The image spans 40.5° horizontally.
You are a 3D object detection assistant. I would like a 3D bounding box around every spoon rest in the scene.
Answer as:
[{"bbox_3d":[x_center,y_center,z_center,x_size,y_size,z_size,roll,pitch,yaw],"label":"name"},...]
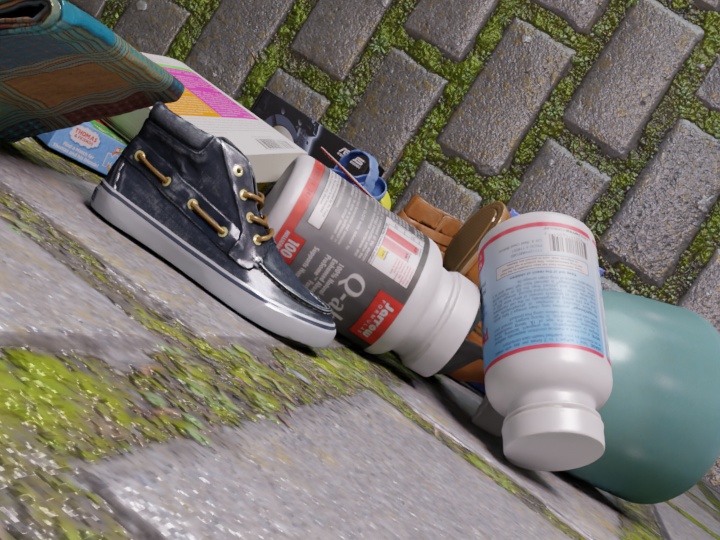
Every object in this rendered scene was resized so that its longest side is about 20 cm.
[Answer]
[{"bbox_3d":[0.088,0.086,0.960,0.099,0.061,0.200,31,5,-35],"label":"spoon rest"}]

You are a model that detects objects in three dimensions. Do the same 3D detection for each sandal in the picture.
[{"bbox_3d":[-0.046,-0.088,1.182,0.079,0.198,0.088,39,-37,31],"label":"sandal"}]

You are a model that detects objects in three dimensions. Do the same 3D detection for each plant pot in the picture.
[{"bbox_3d":[0.232,0.112,0.951,0.159,0.204,0.200,19,10,-31],"label":"plant pot"}]

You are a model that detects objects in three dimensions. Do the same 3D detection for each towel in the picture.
[{"bbox_3d":[-0.208,-0.119,0.612,0.144,0.022,0.200,-12,-6,9],"label":"towel"}]

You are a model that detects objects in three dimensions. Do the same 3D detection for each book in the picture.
[{"bbox_3d":[-0.159,-0.142,0.894,0.199,0.049,0.132,38,29,31],"label":"book"}]

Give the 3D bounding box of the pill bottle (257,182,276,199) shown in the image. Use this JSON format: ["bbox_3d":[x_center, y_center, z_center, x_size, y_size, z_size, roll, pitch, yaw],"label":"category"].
[{"bbox_3d":[-0.095,-0.073,0.998,0.111,0.112,0.200,30,4,-38],"label":"pill bottle"}]

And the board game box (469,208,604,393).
[{"bbox_3d":[0.182,0.048,1.177,0.133,0.202,0.045,33,3,4],"label":"board game box"}]

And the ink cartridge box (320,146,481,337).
[{"bbox_3d":[0.030,-0.031,1.012,0.173,0.044,0.200,42,4,-30],"label":"ink cartridge box"}]

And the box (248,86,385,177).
[{"bbox_3d":[-0.091,-0.132,1.387,0.198,0.165,0.086,35,3,11],"label":"box"}]

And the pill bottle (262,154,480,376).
[{"bbox_3d":[0.000,0.000,0.851,0.198,0.117,0.116,33,4,-12],"label":"pill bottle"}]

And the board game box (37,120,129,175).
[{"bbox_3d":[-0.272,-0.141,0.907,0.199,0.037,0.151,36,4,35],"label":"board game box"}]

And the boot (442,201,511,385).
[{"bbox_3d":[0.159,0.038,1.093,0.153,0.203,0.077,23,9,-17],"label":"boot"}]

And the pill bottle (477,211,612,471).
[{"bbox_3d":[0.157,0.060,0.836,0.108,0.108,0.203,30,48,-37],"label":"pill bottle"}]

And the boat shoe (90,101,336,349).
[{"bbox_3d":[-0.085,-0.031,0.686,0.198,0.092,0.071,34,4,-5],"label":"boat shoe"}]

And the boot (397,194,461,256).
[{"bbox_3d":[0.101,-0.009,1.433,0.198,0.157,0.077,31,3,-30],"label":"boot"}]
